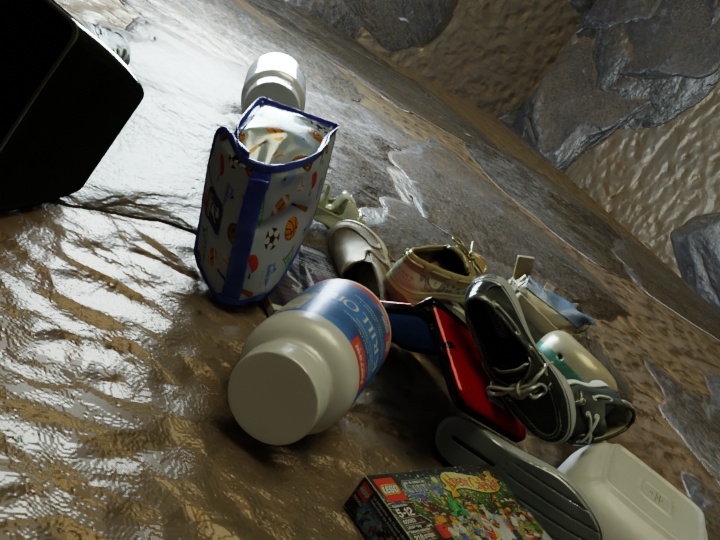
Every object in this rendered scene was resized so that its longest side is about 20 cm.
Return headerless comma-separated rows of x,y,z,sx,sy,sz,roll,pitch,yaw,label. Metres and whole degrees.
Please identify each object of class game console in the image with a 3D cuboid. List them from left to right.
0.080,0.111,0.951,0.200,0.118,0.174,36,33,-54,game console

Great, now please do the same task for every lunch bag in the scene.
-0.110,-0.078,0.942,0.122,0.172,0.201,17,28,-1,lunch bag

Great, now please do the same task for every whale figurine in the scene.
0.293,0.172,1.191,0.159,0.104,0.200,48,-1,41,whale figurine

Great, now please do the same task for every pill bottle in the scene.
-0.152,-0.307,1.508,0.113,0.114,0.200,29,20,-15,pill bottle
-0.045,0.083,0.793,0.112,0.113,0.200,36,20,4,pill bottle

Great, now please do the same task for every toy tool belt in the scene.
0.295,0.074,1.296,0.199,0.124,0.125,33,-7,-4,toy tool belt

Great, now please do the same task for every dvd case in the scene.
-0.074,0.016,1.042,0.148,0.016,0.200,20,24,-36,dvd case

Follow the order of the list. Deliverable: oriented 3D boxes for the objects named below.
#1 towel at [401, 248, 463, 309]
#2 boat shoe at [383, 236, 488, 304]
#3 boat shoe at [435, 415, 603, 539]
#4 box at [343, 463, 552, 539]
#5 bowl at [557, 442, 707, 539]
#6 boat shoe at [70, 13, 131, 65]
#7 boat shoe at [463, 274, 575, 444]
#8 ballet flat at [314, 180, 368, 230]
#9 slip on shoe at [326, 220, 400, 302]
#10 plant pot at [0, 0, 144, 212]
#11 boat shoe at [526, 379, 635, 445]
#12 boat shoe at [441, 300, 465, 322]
0.122,0.029,1.237,0.086,0.018,0.200,47,5,28,towel
0.111,-0.002,1.096,0.073,0.063,0.199,44,31,23,boat shoe
0.168,0.215,0.896,0.199,0.072,0.062,39,13,15,boat shoe
0.094,0.240,0.766,0.199,0.038,0.137,10,31,-49,box
0.313,0.282,0.973,0.199,0.075,0.200,39,22,13,bowl
-0.363,-0.304,1.216,0.092,0.075,0.200,10,30,-35,boat shoe
0.163,0.103,0.888,0.201,0.073,0.068,66,25,-13,boat shoe
-0.049,-0.095,1.263,0.199,0.070,0.070,23,22,-30,ballet flat
0.000,0.000,1.114,0.060,0.076,0.201,28,26,-47,slip on shoe
-0.332,-0.179,0.835,0.200,0.200,0.177,41,10,18,plant pot
0.265,0.171,1.010,0.060,0.076,0.199,35,26,34,boat shoe
0.079,0.061,1.115,0.066,0.072,0.201,6,29,-43,boat shoe
